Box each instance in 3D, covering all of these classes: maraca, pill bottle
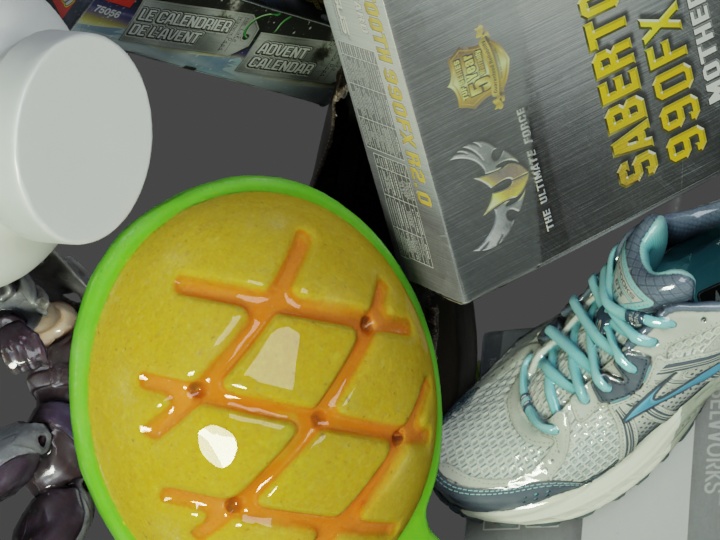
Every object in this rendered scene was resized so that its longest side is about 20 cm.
[{"bbox_3d":[-0.029,0.066,0.971,0.136,0.107,0.201,-21,102,-18],"label":"maraca"},{"bbox_3d":[-0.169,-0.051,0.963,0.110,0.199,0.112,-9,101,-53],"label":"pill bottle"}]

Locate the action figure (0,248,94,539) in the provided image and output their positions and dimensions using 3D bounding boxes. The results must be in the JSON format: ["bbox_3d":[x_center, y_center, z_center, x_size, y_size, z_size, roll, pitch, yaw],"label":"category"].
[{"bbox_3d":[-0.112,0.074,1.002,0.130,0.069,0.201,48,50,-20],"label":"action figure"}]

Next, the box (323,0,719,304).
[{"bbox_3d":[0.064,-0.112,0.967,0.158,0.048,0.201,-26,114,-24],"label":"box"}]

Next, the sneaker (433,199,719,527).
[{"bbox_3d":[0.101,0.018,1.016,0.199,0.086,0.078,-33,55,9],"label":"sneaker"}]

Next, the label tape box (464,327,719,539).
[{"bbox_3d":[0.141,0.093,1.052,0.199,0.063,0.145,-4,67,25],"label":"label tape box"}]

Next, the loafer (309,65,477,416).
[{"bbox_3d":[0.000,0.000,1.044,0.073,0.202,0.071,16,26,29],"label":"loafer"}]

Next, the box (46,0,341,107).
[{"bbox_3d":[-0.089,-0.157,1.061,0.136,0.040,0.201,11,40,-46],"label":"box"}]
